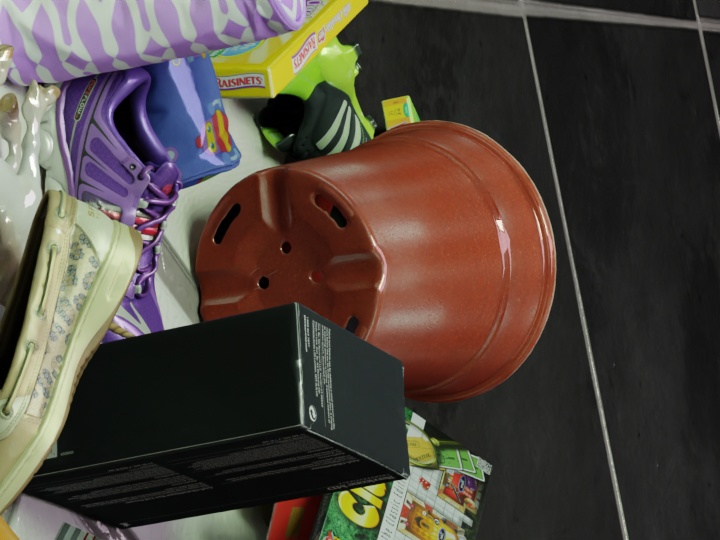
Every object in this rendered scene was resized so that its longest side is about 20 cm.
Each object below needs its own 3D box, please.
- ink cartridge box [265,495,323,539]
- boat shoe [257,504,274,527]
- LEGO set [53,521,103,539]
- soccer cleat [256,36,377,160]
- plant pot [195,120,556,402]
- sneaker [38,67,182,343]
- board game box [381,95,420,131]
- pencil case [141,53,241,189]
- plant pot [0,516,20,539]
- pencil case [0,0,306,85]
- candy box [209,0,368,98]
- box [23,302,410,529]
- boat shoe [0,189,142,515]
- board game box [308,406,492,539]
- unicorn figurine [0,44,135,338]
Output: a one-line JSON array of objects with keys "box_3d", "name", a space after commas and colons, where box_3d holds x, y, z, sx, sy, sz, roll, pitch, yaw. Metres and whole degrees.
[{"box_3d": [-0.016, 0.230, 1.786, 0.176, 0.045, 0.201, 10, 94, -65], "name": "ink cartridge box"}, {"box_3d": [-0.019, 0.147, 1.883, 0.200, 0.073, 0.063, 28, 41, -58], "name": "boat shoe"}, {"box_3d": [-0.134, 0.233, 1.581, 0.200, 0.115, 0.154, 28, 84, -56], "name": "LEGO set"}, {"box_3d": [-0.032, -0.105, 1.980, 0.068, 0.081, 0.200, 48, -14, 31], "name": "soccer cleat"}, {"box_3d": [0.000, 0.000, 1.863, 0.195, 0.200, 0.202, -7, 85, -57], "name": "plant pot"}, {"box_3d": [-0.144, -0.030, 1.664, 0.081, 0.083, 0.201, -7, 86, -66], "name": "sneaker"}, {"box_3d": [0.041, -0.075, 2.100, 0.200, 0.030, 0.096, 21, 59, -83], "name": "board game box"}, {"box_3d": [-0.141, -0.144, 1.728, 0.078, 0.087, 0.201, -27, 104, -46], "name": "pencil case"}, {"box_3d": [-0.227, 0.172, 1.286, 0.184, 0.200, 0.200, 61, 25, 0], "name": "plant pot"}, {"box_3d": [-0.127, -0.166, 1.627, 0.086, 0.199, 0.084, 61, 23, -45], "name": "pencil case"}, {"box_3d": [-0.073, -0.160, 1.856, 0.200, 0.102, 0.027, -52, 141, -60], "name": "candy box"}, {"box_3d": [-0.091, 0.088, 1.585, 0.141, 0.199, 0.079, 35, 48, -58], "name": "box"}, {"box_3d": [-0.190, 0.053, 1.509, 0.063, 0.073, 0.201, 32, 71, -21], "name": "boat shoe"}, {"box_3d": [0.024, 0.158, 1.725, 0.104, 0.023, 0.200, 32, 32, -9], "name": "board game box"}, {"box_3d": [-0.207, -0.049, 1.565, 0.200, 0.074, 0.138, 27, 63, -43], "name": "unicorn figurine"}]
